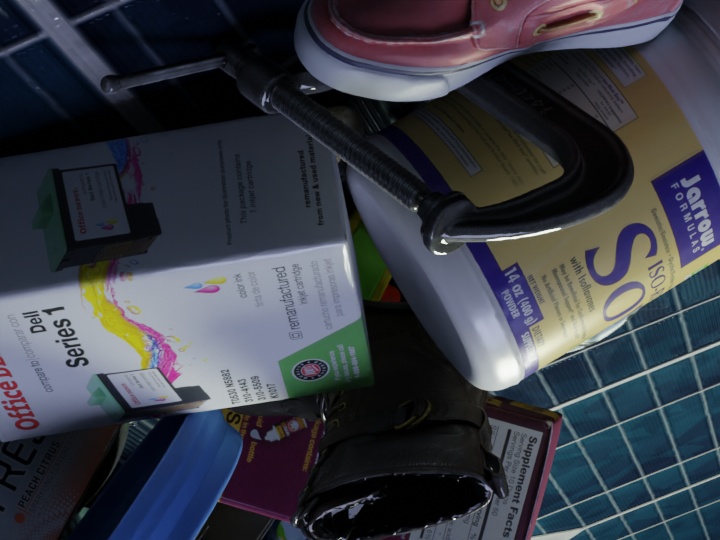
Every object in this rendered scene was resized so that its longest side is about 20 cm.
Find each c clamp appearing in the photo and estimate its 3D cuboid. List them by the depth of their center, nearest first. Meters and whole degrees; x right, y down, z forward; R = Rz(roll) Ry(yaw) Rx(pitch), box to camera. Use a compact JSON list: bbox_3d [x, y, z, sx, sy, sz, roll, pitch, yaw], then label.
[{"bbox_3d":[0.013,-0.061,0.841,0.171,0.200,0.027,-27,137,-37],"label":"c clamp"}]

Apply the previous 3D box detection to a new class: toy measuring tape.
[{"bbox_3d":[0.000,0.000,1.085,0.074,0.074,0.200,-9,159,-26],"label":"toy measuring tape"}]

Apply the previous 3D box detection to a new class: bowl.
[{"bbox_3d":[-0.132,0.155,1.014,0.201,0.039,0.201,-52,-173,9],"label":"bowl"}]

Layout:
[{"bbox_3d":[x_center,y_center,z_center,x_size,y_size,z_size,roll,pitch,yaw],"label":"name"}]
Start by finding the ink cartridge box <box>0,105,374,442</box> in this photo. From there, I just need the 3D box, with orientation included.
[{"bbox_3d":[-0.102,0.006,0.932,0.200,0.084,0.145,-9,149,1],"label":"ink cartridge box"}]

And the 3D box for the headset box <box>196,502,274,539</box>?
[{"bbox_3d":[-0.157,0.227,1.221,0.200,0.093,0.174,-56,177,33],"label":"headset box"}]

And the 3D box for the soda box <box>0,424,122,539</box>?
[{"bbox_3d":[-0.177,0.104,1.019,0.068,0.200,0.064,29,157,-4],"label":"soda box"}]

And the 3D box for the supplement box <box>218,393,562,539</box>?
[{"bbox_3d":[0.015,0.113,1.172,0.200,0.103,0.131,15,179,8],"label":"supplement box"}]

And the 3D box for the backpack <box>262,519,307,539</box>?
[{"bbox_3d":[-0.008,0.193,1.464,0.163,0.154,0.200,-30,177,-10],"label":"backpack"}]

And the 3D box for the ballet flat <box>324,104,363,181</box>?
[{"bbox_3d":[-0.041,-0.027,1.012,0.066,0.057,0.200,-9,156,-27],"label":"ballet flat"}]

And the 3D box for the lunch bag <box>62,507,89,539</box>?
[{"bbox_3d":[-0.265,0.183,1.293,0.160,0.077,0.200,-23,160,-5],"label":"lunch bag"}]

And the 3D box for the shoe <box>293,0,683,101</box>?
[{"bbox_3d":[0.069,-0.137,0.838,0.200,0.071,0.091,-13,153,-24],"label":"shoe"}]

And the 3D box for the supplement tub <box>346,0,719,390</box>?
[{"bbox_3d":[0.110,-0.046,0.953,0.200,0.145,0.145,-31,159,-6],"label":"supplement tub"}]

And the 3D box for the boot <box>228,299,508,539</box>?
[{"bbox_3d":[-0.009,0.081,1.009,0.200,0.174,0.069,-13,118,21],"label":"boot"}]

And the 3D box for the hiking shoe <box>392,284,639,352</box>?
[{"bbox_3d":[0.101,0.018,1.220,0.200,0.074,0.087,-22,159,4],"label":"hiking shoe"}]

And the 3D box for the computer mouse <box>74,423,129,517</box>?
[{"bbox_3d":[-0.185,0.130,1.096,0.200,0.053,0.139,-60,162,-15],"label":"computer mouse"}]

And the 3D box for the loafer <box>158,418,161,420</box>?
[{"bbox_3d":[-0.102,0.064,1.166,0.072,0.063,0.200,-18,159,-5],"label":"loafer"}]
